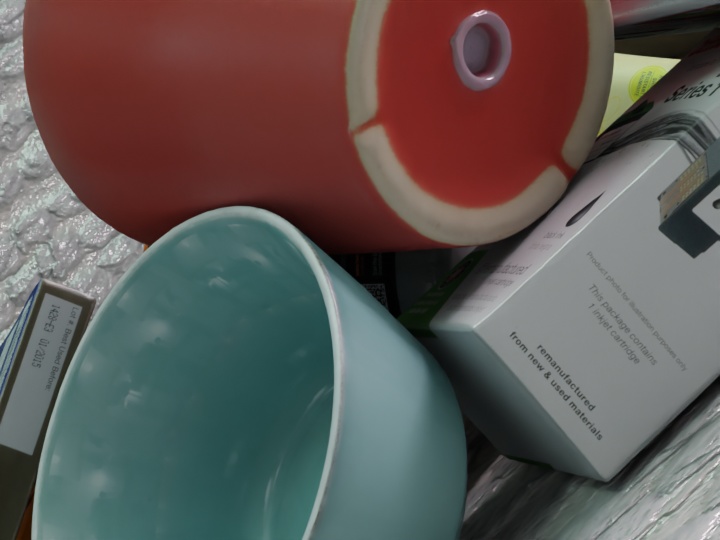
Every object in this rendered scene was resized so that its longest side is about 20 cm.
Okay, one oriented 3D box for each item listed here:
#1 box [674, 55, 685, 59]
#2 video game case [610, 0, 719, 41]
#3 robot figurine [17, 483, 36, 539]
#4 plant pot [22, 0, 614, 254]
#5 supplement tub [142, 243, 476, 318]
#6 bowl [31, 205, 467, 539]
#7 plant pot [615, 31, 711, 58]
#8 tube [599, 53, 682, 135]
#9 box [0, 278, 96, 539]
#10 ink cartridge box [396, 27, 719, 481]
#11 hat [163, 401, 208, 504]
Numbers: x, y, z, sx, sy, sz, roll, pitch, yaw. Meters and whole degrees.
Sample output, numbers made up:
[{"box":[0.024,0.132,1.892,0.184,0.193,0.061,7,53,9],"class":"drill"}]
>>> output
[{"box":[0.109,-0.110,1.356,0.199,0.021,0.164,-13,29,-7],"class":"box"},{"box":[0.192,-0.122,1.073,0.199,0.023,0.182,-9,1,-28],"class":"video game case"},{"box":[-0.178,0.188,1.262,0.145,0.058,0.200,24,85,58],"class":"robot figurine"},{"box":[-0.007,-0.092,1.045,0.177,0.201,0.200,12,49,49],"class":"plant pot"},{"box":[0.000,0.000,1.213,0.200,0.123,0.123,-2,33,38],"class":"supplement tub"},{"box":[-0.033,0.085,1.018,0.201,0.105,0.201,-26,55,43],"class":"bowl"},{"box":[0.169,-0.190,1.274,0.174,0.201,0.200,-28,11,16],"class":"plant pot"},{"box":[0.095,-0.077,1.209,0.200,0.058,0.052,19,47,43],"class":"tube"},{"box":[-0.170,0.086,1.202,0.200,0.032,0.121,140,149,-68],"class":"box"},{"box":[0.124,-0.014,1.039,0.200,0.084,0.146,-43,8,-10],"class":"ink cartridge box"},{"box":[-0.085,0.087,1.138,0.200,0.201,0.081,-38,-26,23],"class":"hat"}]
